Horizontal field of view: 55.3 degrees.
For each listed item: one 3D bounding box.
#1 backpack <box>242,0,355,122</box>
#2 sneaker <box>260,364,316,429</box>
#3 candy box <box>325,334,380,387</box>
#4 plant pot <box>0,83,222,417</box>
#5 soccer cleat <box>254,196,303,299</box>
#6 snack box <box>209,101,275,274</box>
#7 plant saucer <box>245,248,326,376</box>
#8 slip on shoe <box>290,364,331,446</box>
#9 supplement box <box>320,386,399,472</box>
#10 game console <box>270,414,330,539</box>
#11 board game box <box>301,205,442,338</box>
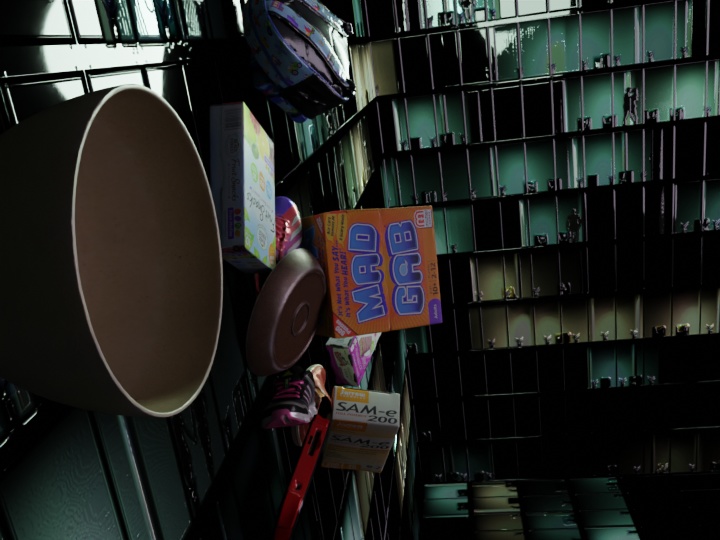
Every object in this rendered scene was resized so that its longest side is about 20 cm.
[{"bbox_3d":[-0.113,-0.361,1.101,0.200,0.134,0.183,32,46,-46],"label":"backpack"},{"bbox_3d":[-0.109,0.190,1.048,0.200,0.074,0.088,39,44,-82],"label":"sneaker"},{"bbox_3d":[-0.009,0.150,1.603,0.200,0.061,0.136,-65,153,-43],"label":"candy box"},{"bbox_3d":[-0.185,-0.006,0.433,0.200,0.134,0.201,-5,90,-81],"label":"plant pot"},{"bbox_3d":[-0.128,-0.035,1.055,0.073,0.068,0.200,76,16,-65],"label":"soccer cleat"},{"bbox_3d":[-0.158,-0.107,0.941,0.142,0.053,0.200,51,35,-73],"label":"snack box"},{"bbox_3d":[-0.101,0.067,1.019,0.200,0.034,0.200,-52,153,-42],"label":"plant saucer"},{"bbox_3d":[-0.080,0.241,1.245,0.200,0.061,0.074,-81,162,-64],"label":"slip on shoe"},{"bbox_3d":[-0.004,0.309,1.316,0.200,0.126,0.074,102,-7,-48],"label":"supplement box"},{"bbox_3d":[-0.094,0.325,0.990,0.200,0.031,0.177,-67,177,-57],"label":"game console"},{"bbox_3d":[0.000,0.000,1.197,0.200,0.200,0.200,179,-94,-66],"label":"board game box"}]
